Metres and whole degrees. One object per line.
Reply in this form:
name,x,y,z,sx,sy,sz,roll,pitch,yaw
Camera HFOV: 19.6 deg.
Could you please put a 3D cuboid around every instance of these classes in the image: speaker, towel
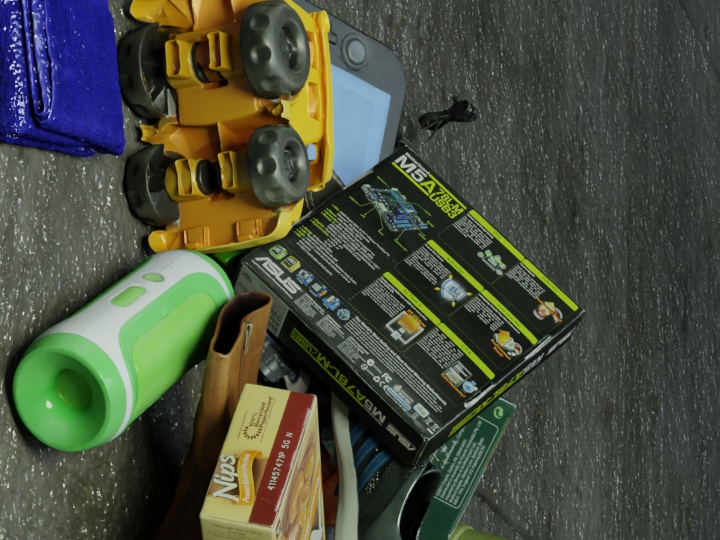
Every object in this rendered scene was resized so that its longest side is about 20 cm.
speaker,-0.157,0.051,1.423,0.200,0.088,0.089,-43,122,-62
towel,-0.206,-0.183,1.424,0.147,0.049,0.202,4,79,-65

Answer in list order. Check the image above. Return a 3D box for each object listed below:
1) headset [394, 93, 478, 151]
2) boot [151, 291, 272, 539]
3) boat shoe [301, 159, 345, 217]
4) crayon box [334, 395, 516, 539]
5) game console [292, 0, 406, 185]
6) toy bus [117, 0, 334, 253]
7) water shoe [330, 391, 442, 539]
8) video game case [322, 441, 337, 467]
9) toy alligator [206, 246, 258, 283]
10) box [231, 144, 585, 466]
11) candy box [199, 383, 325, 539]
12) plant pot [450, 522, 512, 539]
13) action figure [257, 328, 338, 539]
headset,0.018,-0.142,1.861,0.199,0.093,0.125,4,79,-54
boot,-0.101,0.139,1.434,0.188,0.068,0.201,-56,162,-57
boat shoe,0.000,0.000,1.651,0.071,0.060,0.203,-24,91,-43
crayon box,0.041,0.138,1.676,0.051,0.200,0.127,29,86,-18
game console,-0.043,-0.115,1.697,0.176,0.031,0.202,27,67,-40
toy bus,-0.079,-0.108,1.577,0.192,0.135,0.202,11,73,-63
water shoe,0.025,0.143,1.550,0.071,0.078,0.202,40,45,-61
video game case,-0.015,0.243,1.761,0.182,0.023,0.202,-55,133,-57
toy alligator,-0.082,0.008,1.652,0.054,0.059,0.200,-54,164,10
box,0.036,0.022,1.569,0.193,0.200,0.048,-36,161,-38
candy box,-0.064,0.188,1.428,0.201,0.055,0.116,87,16,-46
plant pot,0.134,0.313,1.832,0.200,0.188,0.202,2,90,-70
action figure,-0.065,0.119,1.591,0.200,0.104,0.194,43,23,-40
